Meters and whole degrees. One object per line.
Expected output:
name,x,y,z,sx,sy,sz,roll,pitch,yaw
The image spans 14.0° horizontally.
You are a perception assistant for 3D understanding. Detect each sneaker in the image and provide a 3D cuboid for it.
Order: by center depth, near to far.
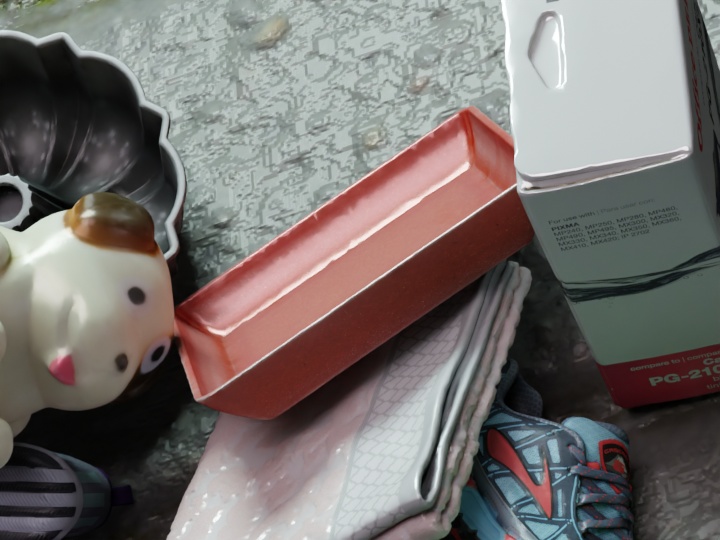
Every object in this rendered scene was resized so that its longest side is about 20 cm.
sneaker,0.094,0.111,1.382,0.095,0.079,0.200,-40,50,-3
sneaker,-0.222,0.121,1.548,0.199,0.087,0.075,5,88,27

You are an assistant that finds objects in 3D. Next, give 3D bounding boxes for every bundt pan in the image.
bundt pan,-0.186,-0.024,1.596,0.201,0.076,0.203,-3,71,8

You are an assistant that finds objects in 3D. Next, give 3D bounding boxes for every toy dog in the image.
toy dog,-0.192,0.027,1.480,0.199,0.140,0.194,-1,20,5

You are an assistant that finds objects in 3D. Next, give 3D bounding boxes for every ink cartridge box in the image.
ink cartridge box,0.131,-0.050,1.379,0.084,0.200,0.145,-11,56,13

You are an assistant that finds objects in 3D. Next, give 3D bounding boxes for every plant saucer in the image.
plant saucer,0.000,0.000,1.471,0.200,0.037,0.200,-34,14,0

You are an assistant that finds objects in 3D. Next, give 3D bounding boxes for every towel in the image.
towel,-0.015,0.086,1.418,0.191,0.032,0.200,-27,26,33
